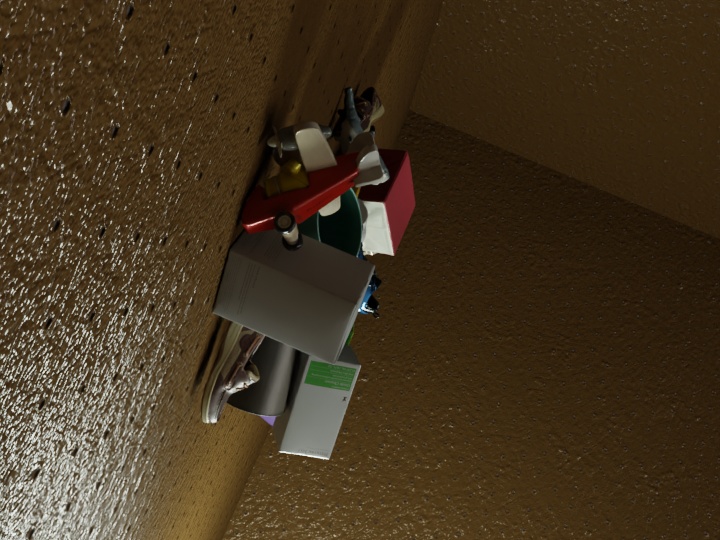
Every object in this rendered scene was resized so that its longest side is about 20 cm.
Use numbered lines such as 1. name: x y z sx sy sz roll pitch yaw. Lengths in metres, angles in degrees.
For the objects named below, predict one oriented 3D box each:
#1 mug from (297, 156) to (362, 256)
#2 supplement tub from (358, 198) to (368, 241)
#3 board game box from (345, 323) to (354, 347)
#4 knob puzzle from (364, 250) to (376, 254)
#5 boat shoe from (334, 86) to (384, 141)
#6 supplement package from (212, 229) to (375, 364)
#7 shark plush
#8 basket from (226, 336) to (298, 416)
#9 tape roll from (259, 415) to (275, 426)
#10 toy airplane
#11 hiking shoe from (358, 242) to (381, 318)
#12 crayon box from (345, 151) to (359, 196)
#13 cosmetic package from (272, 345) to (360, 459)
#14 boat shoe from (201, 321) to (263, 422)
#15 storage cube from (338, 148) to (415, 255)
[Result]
1. mug: -0.076 -0.084 1.450 0.186 0.113 0.153 -62 139 -43
2. supplement tub: -0.067 -0.065 1.930 0.141 0.139 0.201 -65 177 -48
3. board game box: -0.093 0.182 1.641 0.048 0.101 0.202 -87 -162 -73
4. knob puzzle: 0.009 -0.095 2.130 0.221 0.217 0.031 -66 152 -43
5. boat shoe: -0.007 -0.340 1.853 0.200 0.071 0.073 -50 135 -48
6. supplement package: -0.097 0.028 1.275 0.122 0.198 0.121 -63 175 -59
7. shark plush: -0.003 -0.267 1.738 0.083 0.202 0.091 -25 -172 -24
8. basket: -0.170 0.136 1.540 0.180 0.135 0.202 -137 -116 -78
9. tape roll: -0.150 0.220 1.788 0.085 0.198 0.202 52 52 -46
10. toy airplane: -0.065 -0.140 1.205 0.198 0.142 0.200 -14 149 -48
11. hiking shoe: 0.000 0.000 1.620 0.075 0.086 0.201 -73 167 -47
12. crayon box: -0.039 -0.125 1.681 0.127 0.050 0.202 109 -1 -62
13. cosmetic package: -0.083 0.235 1.582 0.085 0.106 0.202 -125 -131 -65
14. boat shoe: -0.198 0.163 1.380 0.072 0.071 0.202 -60 172 -79
15. storage cube: 0.018 -0.168 2.038 0.201 0.169 0.181 77 29 -46
